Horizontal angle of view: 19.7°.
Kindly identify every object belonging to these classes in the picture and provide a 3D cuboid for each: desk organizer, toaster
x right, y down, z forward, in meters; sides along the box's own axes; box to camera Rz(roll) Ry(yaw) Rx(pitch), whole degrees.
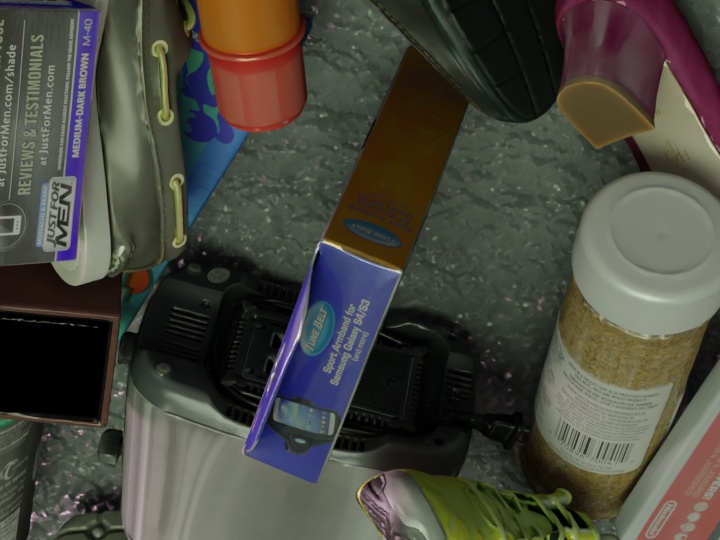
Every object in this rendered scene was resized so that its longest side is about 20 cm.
[{"bbox_3d":[-0.209,0.015,0.947,0.199,0.077,0.072,6,124,-9],"label":"desk organizer"},{"bbox_3d":[-0.027,0.088,1.018,0.199,0.114,0.130,14,128,-3],"label":"toaster"}]

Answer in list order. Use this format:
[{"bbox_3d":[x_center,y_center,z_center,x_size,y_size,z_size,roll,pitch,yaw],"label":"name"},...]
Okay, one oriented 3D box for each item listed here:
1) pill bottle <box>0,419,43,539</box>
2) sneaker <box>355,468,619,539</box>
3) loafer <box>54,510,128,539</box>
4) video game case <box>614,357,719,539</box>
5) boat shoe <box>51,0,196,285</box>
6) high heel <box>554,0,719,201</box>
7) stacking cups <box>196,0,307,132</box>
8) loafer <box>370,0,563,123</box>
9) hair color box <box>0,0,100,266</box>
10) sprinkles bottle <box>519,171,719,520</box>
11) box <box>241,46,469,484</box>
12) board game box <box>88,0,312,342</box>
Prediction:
[{"bbox_3d":[-0.223,0.102,1.066,0.113,0.113,0.201,17,129,2],"label":"pill bottle"},{"bbox_3d":[0.063,0.123,0.948,0.076,0.076,0.200,-39,149,8],"label":"sneaker"},{"bbox_3d":[-0.068,0.169,1.109,0.199,0.070,0.070,4,138,11],"label":"loafer"},{"bbox_3d":[0.237,0.092,0.972,0.199,0.017,0.143,12,126,-21],"label":"video game case"},{"bbox_3d":[-0.105,-0.095,0.895,0.060,0.072,0.203,-9,112,-30],"label":"boat shoe"},{"bbox_3d":[0.149,-0.064,0.927,0.067,0.096,0.200,-19,136,39],"label":"high heel"},{"bbox_3d":[-0.049,-0.151,0.851,0.060,0.061,0.201,2,131,12],"label":"stacking cups"},{"bbox_3d":[0.018,-0.148,0.889,0.072,0.073,0.200,-13,114,51],"label":"loafer"},{"bbox_3d":[-0.197,-0.079,0.901,0.200,0.065,0.110,23,111,46],"label":"hair color box"},{"bbox_3d":[0.117,0.040,0.938,0.068,0.068,0.200,14,146,4],"label":"sprinkles bottle"},{"bbox_3d":[0.000,0.000,0.900,0.041,0.200,0.119,20,125,-1],"label":"box"},{"bbox_3d":[-0.136,-0.073,0.979,0.152,0.045,0.200,30,124,-7],"label":"board game box"}]
